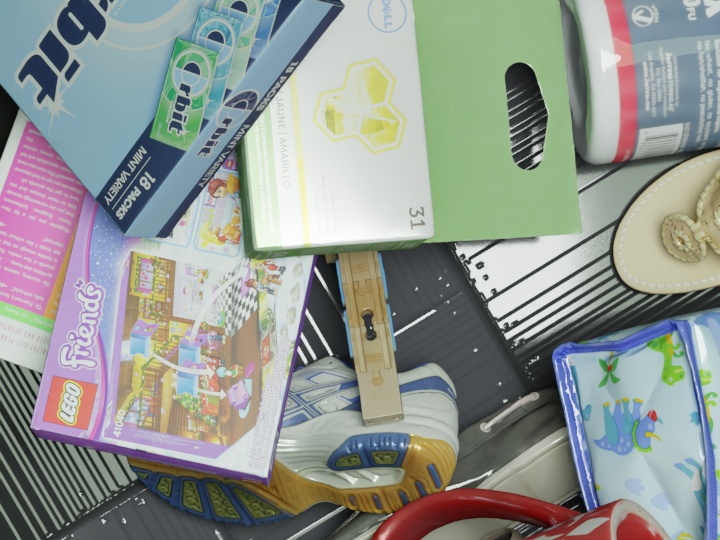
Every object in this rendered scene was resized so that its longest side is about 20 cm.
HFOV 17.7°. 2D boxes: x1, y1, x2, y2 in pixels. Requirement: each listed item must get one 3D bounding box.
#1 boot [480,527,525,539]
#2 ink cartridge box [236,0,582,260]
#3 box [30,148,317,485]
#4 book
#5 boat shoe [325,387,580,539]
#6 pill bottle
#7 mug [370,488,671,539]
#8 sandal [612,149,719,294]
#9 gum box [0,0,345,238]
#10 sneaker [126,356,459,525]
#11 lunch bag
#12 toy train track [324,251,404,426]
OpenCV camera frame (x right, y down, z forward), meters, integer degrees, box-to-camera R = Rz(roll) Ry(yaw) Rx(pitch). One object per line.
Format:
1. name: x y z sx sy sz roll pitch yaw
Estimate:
1. boot: 0.122 0.210 1.354 0.199 0.070 0.147 -33 107 5
2. ink cartridge box: 0.028 -0.086 1.294 0.198 0.048 0.147 -4 85 -11
3. box: -0.097 0.009 1.310 0.136 0.039 0.202 12 78 2
4. book: -0.153 -0.034 1.363 0.133 0.048 0.201 21 85 -3
5. boat shoe: 0.053 0.136 1.376 0.199 0.057 0.067 -29 127 -1
6. pill bottle: 0.219 -0.135 1.356 0.198 0.120 0.121 -9 90 -6
7. mug: 0.069 0.191 1.236 0.199 0.133 0.179 -29 73 23
8. sandal: 0.238 -0.043 1.345 0.210 0.070 0.078 -17 83 17
9. gum box: -0.127 -0.147 1.268 0.200 0.044 0.170 49 112 22
10. sneaker: -0.038 0.095 1.363 0.198 0.088 0.076 1 132 11
11. lunch bag: 0.214 0.122 1.319 0.169 0.127 0.202 -10 84 -41
12. toy train track: 0.000 0.000 1.353 0.114 0.033 0.201 -10 62 1
